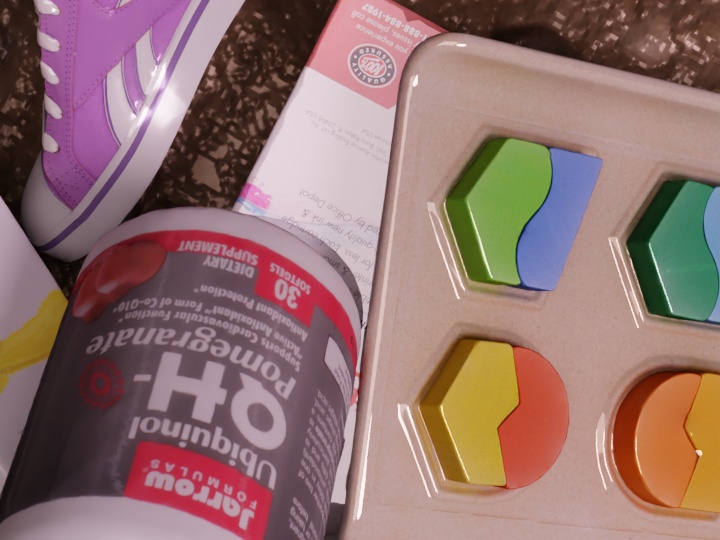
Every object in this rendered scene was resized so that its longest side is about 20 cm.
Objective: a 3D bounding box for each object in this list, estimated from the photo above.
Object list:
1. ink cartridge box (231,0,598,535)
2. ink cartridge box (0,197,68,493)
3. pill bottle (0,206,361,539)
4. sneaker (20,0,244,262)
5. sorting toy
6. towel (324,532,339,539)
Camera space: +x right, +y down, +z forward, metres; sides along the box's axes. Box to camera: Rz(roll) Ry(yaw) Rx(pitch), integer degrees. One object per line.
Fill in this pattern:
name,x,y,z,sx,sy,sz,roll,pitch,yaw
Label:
ink cartridge box,0.000,0.000,0.760,0.116,0.067,0.201,28,92,-1
ink cartridge box,-0.184,0.048,0.728,0.145,0.083,0.201,-33,92,35
pill bottle,-0.066,0.084,0.624,0.109,0.201,0.111,6,136,6
sneaker,-0.114,-0.104,0.724,0.113,0.073,0.202,21,112,-24
sorting toy,0.089,0.024,0.711,0.183,0.036,0.203,9,91,-26
towel,0.058,0.169,0.683,0.198,0.193,0.035,1,131,-36
